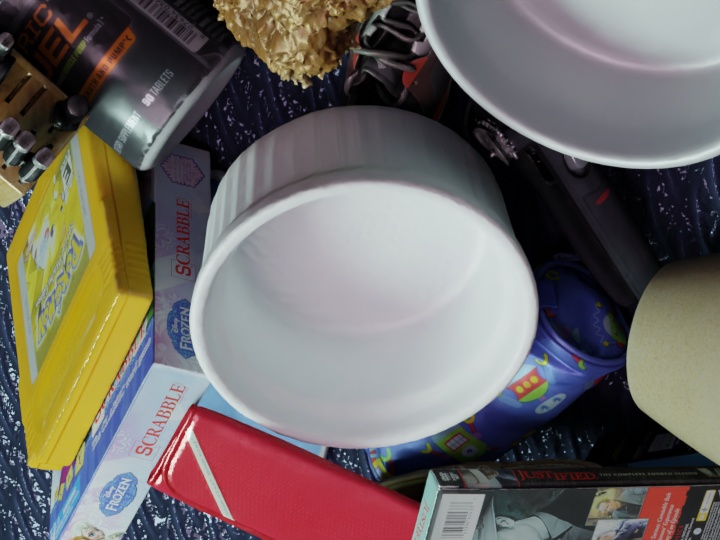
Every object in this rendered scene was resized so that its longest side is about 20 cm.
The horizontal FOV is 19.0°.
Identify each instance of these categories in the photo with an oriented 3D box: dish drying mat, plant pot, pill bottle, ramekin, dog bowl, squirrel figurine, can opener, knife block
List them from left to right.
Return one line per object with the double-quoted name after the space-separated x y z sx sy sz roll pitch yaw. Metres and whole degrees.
-0.200 -0.079 1.277 0.175 0.064 0.200 34 168 35 "knife block"
-0.177 -0.162 1.323 0.200 0.106 0.106 39 127 0 "pill bottle"
-0.048 -0.208 1.188 0.186 0.141 0.201 -11 73 38 "squirrel figurine"
-0.026 0.147 1.295 0.199 0.018 0.077 26 123 -8 "dish drying mat"
0.000 0.000 1.258 0.199 0.098 0.201 -2 129 -2 "ramekin"
0.128 -0.050 1.261 0.200 0.079 0.063 55 168 -22 "can opener"
0.133 -0.150 1.123 0.199 0.079 0.200 17 144 13 "dog bowl"
0.259 0.056 1.217 0.199 0.187 0.188 14 125 35 "plant pot"

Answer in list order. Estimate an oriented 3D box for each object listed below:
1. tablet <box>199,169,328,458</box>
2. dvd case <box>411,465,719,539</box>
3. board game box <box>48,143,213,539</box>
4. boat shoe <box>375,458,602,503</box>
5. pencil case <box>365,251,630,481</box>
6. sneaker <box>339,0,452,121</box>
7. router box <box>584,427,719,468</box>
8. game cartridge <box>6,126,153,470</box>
-0.064 0.036 1.445 0.130 0.014 0.201 23 125 12 "tablet"
0.123 0.180 1.300 0.199 0.022 0.147 0 124 -19 "dvd case"
-0.148 0.054 1.381 0.041 0.200 0.200 15 131 -19 "board game box"
0.060 0.155 1.334 0.199 0.074 0.069 -16 148 14 "boat shoe"
0.081 0.072 1.355 0.087 0.078 0.200 29 131 -23 "pencil case"
0.034 -0.141 1.250 0.077 0.082 0.201 24 126 11 "sneaker"
0.242 0.190 1.365 0.149 0.051 0.201 -12 111 31 "router box"
-0.185 0.004 1.381 0.032 0.200 0.177 11 130 -23 "game cartridge"
